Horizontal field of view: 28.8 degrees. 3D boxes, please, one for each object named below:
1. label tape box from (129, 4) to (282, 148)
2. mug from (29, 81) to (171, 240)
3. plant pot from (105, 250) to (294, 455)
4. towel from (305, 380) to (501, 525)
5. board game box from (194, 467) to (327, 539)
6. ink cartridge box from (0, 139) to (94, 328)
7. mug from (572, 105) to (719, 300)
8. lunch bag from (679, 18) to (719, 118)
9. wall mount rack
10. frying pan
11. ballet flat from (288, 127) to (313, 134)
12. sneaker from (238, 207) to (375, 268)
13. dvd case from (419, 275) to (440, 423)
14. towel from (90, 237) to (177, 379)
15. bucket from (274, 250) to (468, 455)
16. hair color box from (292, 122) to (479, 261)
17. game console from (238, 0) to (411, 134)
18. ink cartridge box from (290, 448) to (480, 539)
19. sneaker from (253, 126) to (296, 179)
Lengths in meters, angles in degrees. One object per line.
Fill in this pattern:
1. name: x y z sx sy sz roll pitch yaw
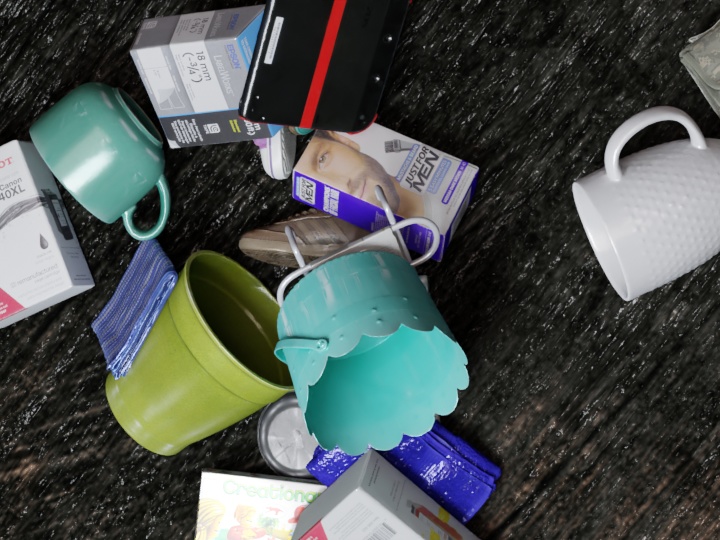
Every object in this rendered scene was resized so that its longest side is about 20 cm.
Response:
1. label tape box: -0.145 -0.224 1.609 0.197 0.064 0.145 -4 133 17
2. mug: -0.302 -0.144 1.717 0.114 0.185 0.153 -39 44 5
3. plant pot: -0.198 0.116 1.678 0.193 0.200 0.201 -41 83 20
4. towel: 0.052 0.239 1.665 0.199 0.050 0.148 37 96 -8
5. board game box: -0.102 0.316 1.709 0.197 0.035 0.128 6 91 -1
6. ink cartridge box: -0.444 -0.045 1.767 0.144 0.083 0.202 -23 86 10
7. mug: 0.339 -0.090 1.570 0.173 0.148 0.202 -25 121 1
8. lunch bag: 0.475 -0.218 1.576 0.163 0.117 0.201 -35 78 9
9. wall mount rack: 0.000 0.000 1.608 0.198 0.075 0.175 -24 128 0
10. frying pan: -0.039 0.210 1.721 0.187 0.031 0.117 8 94 13
11. ballet flat: -0.040 -0.261 1.705 0.072 0.068 0.201 37 97 29
12. sneaker: -0.048 -0.047 1.710 0.197 0.071 0.077 3 74 6
13. dvd case: 0.020 0.112 1.697 0.144 0.022 0.203 -4 90 0
14. towel: -0.275 0.038 1.687 0.024 0.200 0.146 28 95 -23
15. bucket: 0.007 0.089 1.545 0.206 0.207 0.136 -34 49 9
16. hair color box: 0.029 -0.105 1.665 0.198 0.065 0.110 23 61 11
17. game console: -0.039 -0.254 1.585 0.175 0.031 0.202 4 115 -28
18. ink cartridge box: 0.035 0.329 1.631 0.199 0.084 0.145 41 118 -9
19. sneaker: -0.142 -0.203 1.719 0.113 0.073 0.204 -10 77 11
